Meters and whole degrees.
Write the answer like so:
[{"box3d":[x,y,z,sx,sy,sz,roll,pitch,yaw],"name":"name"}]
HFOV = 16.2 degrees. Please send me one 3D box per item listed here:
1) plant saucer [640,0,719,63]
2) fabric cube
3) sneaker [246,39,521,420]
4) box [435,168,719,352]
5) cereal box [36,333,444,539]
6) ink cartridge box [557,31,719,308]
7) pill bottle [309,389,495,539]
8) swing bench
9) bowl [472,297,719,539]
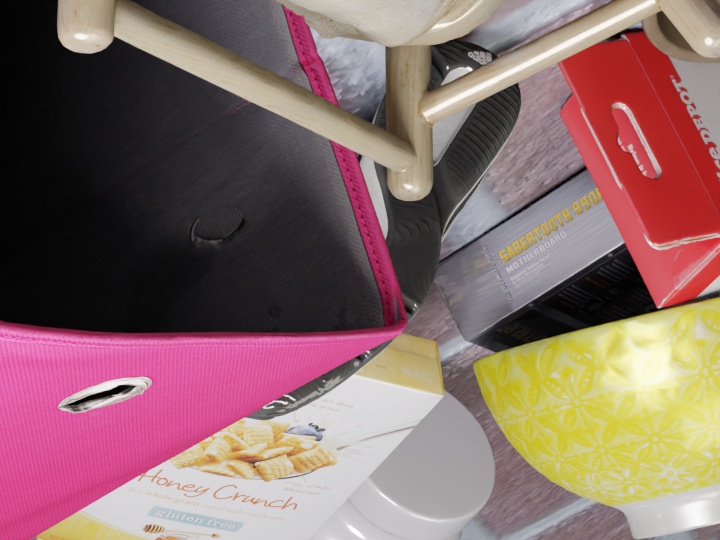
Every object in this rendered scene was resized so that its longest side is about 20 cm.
[{"box3d":[0.210,-0.164,1.131,0.200,0.030,0.200,-22,156,-10],"name":"plant saucer"},{"box3d":[-0.142,-0.030,0.784,0.199,0.201,0.196,-30,160,34],"name":"fabric cube"},{"box3d":[0.001,0.000,1.121,0.201,0.076,0.115,-52,171,-22],"name":"sneaker"},{"box3d":[0.150,-0.004,1.378,0.158,0.048,0.200,-33,156,18],"name":"box"},{"box3d":[-0.066,0.088,1.299,0.143,0.040,0.200,13,140,-24],"name":"cereal box"},{"box3d":[0.178,-0.055,1.215,0.199,0.116,0.067,-9,154,-33],"name":"ink cartridge box"},{"box3d":[-0.011,0.152,1.450,0.115,0.116,0.200,-7,150,-38],"name":"pill bottle"},{"box3d":[-0.005,-0.151,0.729,0.129,0.201,0.199,-24,159,21],"name":"swing bench"},{"box3d":[0.164,0.075,1.280,0.199,0.108,0.200,-13,175,-1],"name":"bowl"}]
